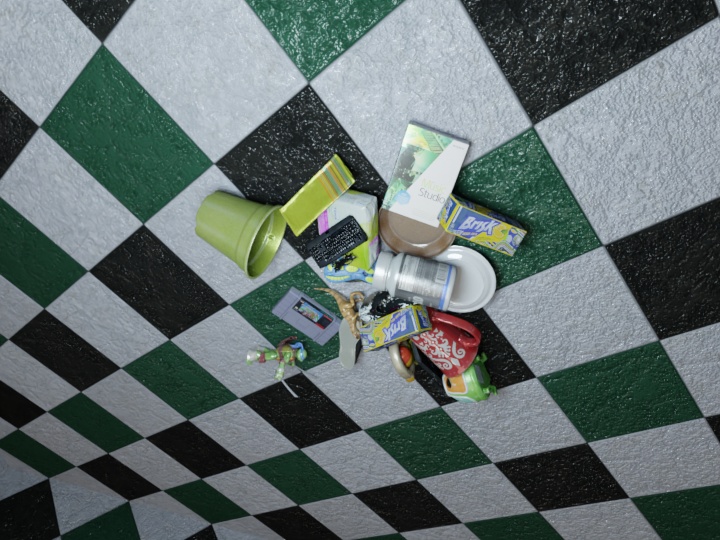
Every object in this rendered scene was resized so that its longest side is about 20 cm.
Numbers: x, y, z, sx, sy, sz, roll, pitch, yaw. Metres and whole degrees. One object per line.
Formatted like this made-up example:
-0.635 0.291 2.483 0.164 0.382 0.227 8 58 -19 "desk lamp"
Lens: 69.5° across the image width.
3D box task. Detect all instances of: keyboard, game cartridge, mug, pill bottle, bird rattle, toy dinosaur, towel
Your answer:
0.204 0.291 1.507 0.020 0.129 0.200 -30 139 15 "keyboard"
-0.059 -0.051 1.281 0.105 0.040 0.199 51 137 -9 "keyboard"
-0.161 0.142 1.585 0.198 0.039 0.129 35 134 -14 "game cartridge"
0.228 0.170 1.445 0.199 0.134 0.178 40 111 -13 "mug"
0.134 0.021 1.295 0.195 0.115 0.115 14 132 9 "pill bottle"
0.121 0.225 1.494 0.110 0.165 0.202 -17 131 13 "bird rattle"
-0.041 0.099 1.483 0.202 0.105 0.060 56 174 10 "toy dinosaur"
-0.105 -0.178 1.234 0.199 0.018 0.087 -41 71 16 "towel"

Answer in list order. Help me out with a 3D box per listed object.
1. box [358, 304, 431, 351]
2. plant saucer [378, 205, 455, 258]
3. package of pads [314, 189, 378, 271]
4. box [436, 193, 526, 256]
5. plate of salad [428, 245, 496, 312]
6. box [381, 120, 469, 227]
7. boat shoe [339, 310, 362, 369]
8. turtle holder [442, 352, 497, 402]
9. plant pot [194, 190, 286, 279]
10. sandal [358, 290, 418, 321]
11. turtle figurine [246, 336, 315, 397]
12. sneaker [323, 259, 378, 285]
0.089 0.154 1.373 0.198 0.072 0.064 -28 161 39 "box"
0.139 -0.117 1.278 0.195 0.037 0.204 8 131 9 "plant saucer"
-0.029 -0.105 1.294 0.152 0.068 0.203 17 135 23 "package of pads"
0.276 -0.103 1.181 0.196 0.065 0.071 17 115 -23 "box"
0.254 0.021 1.353 0.195 0.048 0.204 11 124 16 "plate of salad"
0.143 -0.213 1.165 0.141 0.036 0.204 18 115 0 "box"
-0.023 0.203 1.576 0.072 0.060 0.204 13 118 18 "boat shoe"
0.319 0.314 1.529 0.130 0.185 0.144 -23 94 23 "turtle holder"
-0.314 -0.109 1.331 0.181 0.201 0.203 25 133 10 "plant pot"
0.082 0.085 1.423 0.197 0.048 0.077 -22 91 13 "sandal"
-0.264 0.315 1.685 0.189 0.145 0.204 5 127 16 "turtle figurine"
0.000 0.000 1.396 0.194 0.083 0.073 2 101 1 "sneaker"
